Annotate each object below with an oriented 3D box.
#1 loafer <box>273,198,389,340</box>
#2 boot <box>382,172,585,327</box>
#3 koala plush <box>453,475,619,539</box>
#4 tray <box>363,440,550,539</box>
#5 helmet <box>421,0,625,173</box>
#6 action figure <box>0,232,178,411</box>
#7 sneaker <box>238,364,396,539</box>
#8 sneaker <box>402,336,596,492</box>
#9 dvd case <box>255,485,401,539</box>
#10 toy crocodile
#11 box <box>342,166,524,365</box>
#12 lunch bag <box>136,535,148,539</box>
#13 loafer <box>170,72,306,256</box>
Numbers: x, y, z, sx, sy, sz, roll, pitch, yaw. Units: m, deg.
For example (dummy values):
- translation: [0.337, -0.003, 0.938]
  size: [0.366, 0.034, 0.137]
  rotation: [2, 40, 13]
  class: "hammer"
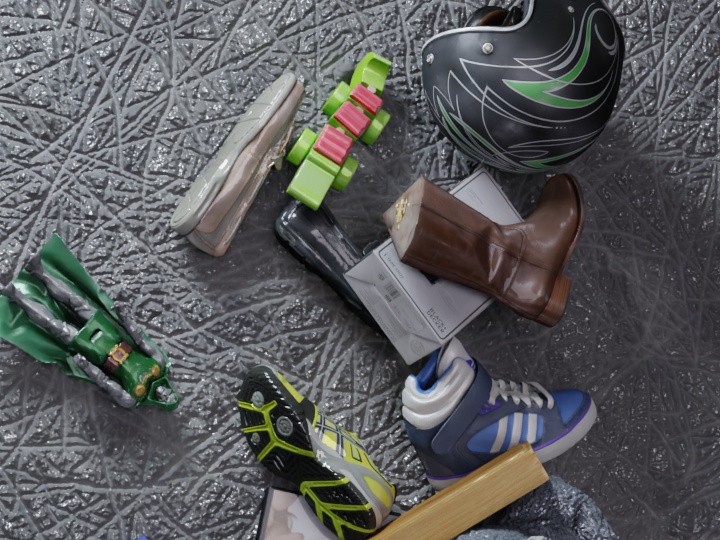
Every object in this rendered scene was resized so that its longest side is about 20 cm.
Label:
- translation: [0.000, 0.000, 1.394]
  size: [0.200, 0.068, 0.070]
  rotation: [44, 82, 0]
  class: "loafer"
- translation: [0.122, -0.057, 1.359]
  size: [0.199, 0.064, 0.188]
  rotation: [24, 53, -18]
  class: "boot"
- translation: [0.142, 0.286, 1.295]
  size: [0.199, 0.176, 0.186]
  rotation: [9, 68, -50]
  class: "koala plush"
- translation: [0.084, 0.230, 1.308]
  size: [0.199, 0.099, 0.037]
  rotation: [-31, 86, 3]
  class: "tray"
- translation: [0.164, -0.195, 1.411]
  size: [0.200, 0.200, 0.191]
  rotation: [40, 67, -5]
  class: "helmet"
- translation: [-0.254, 0.068, 1.328]
  size: [0.200, 0.055, 0.118]
  rotation: [40, 70, -9]
  class: "action figure"
- translation: [-0.045, 0.176, 1.360]
  size: [0.200, 0.075, 0.076]
  rotation: [52, 33, 9]
  class: "sneaker"
- translation: [0.136, 0.123, 1.380]
  size: [0.199, 0.081, 0.148]
  rotation: [-23, 112, -12]
  class: "sneaker"
- translation: [-0.044, 0.325, 1.351]
  size: [0.141, 0.018, 0.202]
  rotation: [14, 77, -12]
  class: "dvd case"
- translation: [-0.018, -0.142, 1.405]
  size: [0.067, 0.062, 0.201]
  rotation: [35, 55, -5]
  class: "toy crocodile"
- translation: [0.089, -0.008, 1.385]
  size: [0.117, 0.060, 0.200]
  rotation: [52, 49, -1]
  class: "box"
- translation: [-0.198, 0.338, 1.247]
  size: [0.151, 0.094, 0.200]
  rotation: [46, 37, 7]
  class: "lunch bag"
- translation: [-0.113, -0.106, 1.392]
  size: [0.063, 0.072, 0.201]
  rotation: [40, 79, -22]
  class: "loafer"
